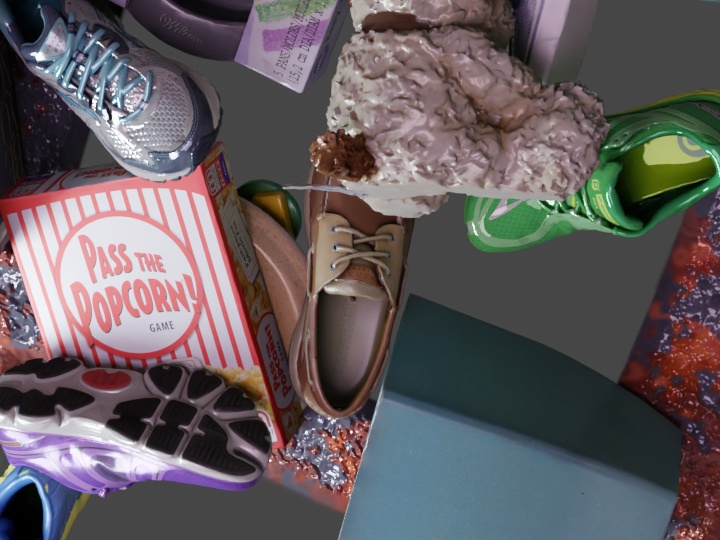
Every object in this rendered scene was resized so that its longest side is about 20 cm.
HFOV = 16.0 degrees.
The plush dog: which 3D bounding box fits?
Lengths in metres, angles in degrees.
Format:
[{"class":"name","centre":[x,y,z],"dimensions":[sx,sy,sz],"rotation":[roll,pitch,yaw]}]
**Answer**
[{"class":"plush dog","centre":[0.036,-0.130,1.509],"dimensions":[0.199,0.160,0.173],"rotation":[-6,78,50]}]

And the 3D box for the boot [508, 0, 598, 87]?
[{"class":"boot","centre":[0.097,-0.193,1.552],"dimensions":[0.090,0.073,0.201],"rotation":[17,109,20]}]

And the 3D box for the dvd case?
[{"class":"dvd case","centre":[-0.247,-0.110,1.656],"dimensions":[0.016,0.149,0.201],"rotation":[-2,112,6]}]

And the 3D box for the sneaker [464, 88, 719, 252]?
[{"class":"sneaker","centre":[0.147,-0.059,1.577],"dimensions":[0.199,0.084,0.074],"rotation":[-20,105,26]}]

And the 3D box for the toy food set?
[{"class":"toy food set","centre":[-0.107,0.032,1.724],"dimensions":[0.197,0.049,0.201],"rotation":[-3,111,20]}]

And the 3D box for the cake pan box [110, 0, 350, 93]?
[{"class":"cake pan box","centre":[-0.080,-0.232,1.601],"dimensions":[0.183,0.052,0.201],"rotation":[28,118,9]}]

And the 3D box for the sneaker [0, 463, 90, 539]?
[{"class":"sneaker","centre":[-0.247,0.195,1.811],"dimensions":[0.075,0.105,0.201],"rotation":[24,117,8]}]

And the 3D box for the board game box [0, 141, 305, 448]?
[{"class":"board game box","centre":[-0.136,0.026,1.678],"dimensions":[0.151,0.046,0.201],"rotation":[-9,109,22]}]

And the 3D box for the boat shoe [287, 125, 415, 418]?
[{"class":"boat shoe","centre":[0.000,0.000,1.637],"dimensions":[0.075,0.074,0.201],"rotation":[4,100,-9]}]

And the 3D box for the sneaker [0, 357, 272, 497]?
[{"class":"sneaker","centre":[-0.147,0.110,1.662],"dimensions":[0.199,0.081,0.084],"rotation":[10,132,22]}]

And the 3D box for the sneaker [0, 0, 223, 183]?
[{"class":"sneaker","centre":[-0.169,-0.124,1.606],"dimensions":[0.200,0.086,0.078],"rotation":[38,98,35]}]

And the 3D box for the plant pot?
[{"class":"plant pot","centre":[0.100,0.132,1.647],"dimensions":[0.199,0.142,0.142],"rotation":[17,117,2]}]
